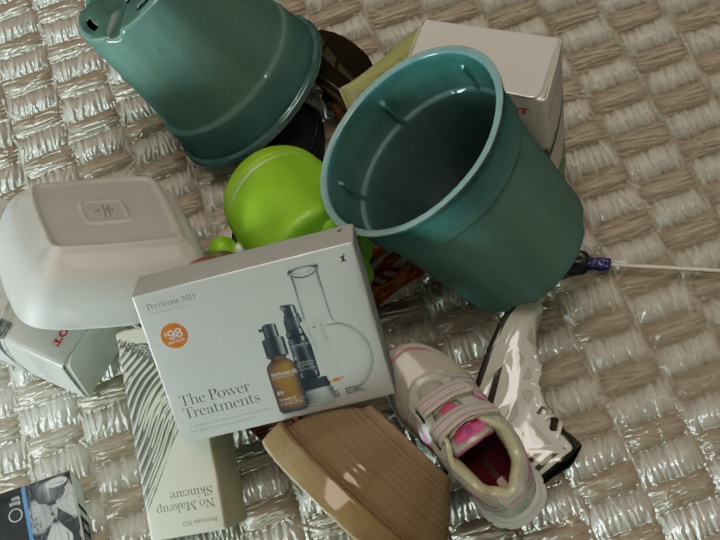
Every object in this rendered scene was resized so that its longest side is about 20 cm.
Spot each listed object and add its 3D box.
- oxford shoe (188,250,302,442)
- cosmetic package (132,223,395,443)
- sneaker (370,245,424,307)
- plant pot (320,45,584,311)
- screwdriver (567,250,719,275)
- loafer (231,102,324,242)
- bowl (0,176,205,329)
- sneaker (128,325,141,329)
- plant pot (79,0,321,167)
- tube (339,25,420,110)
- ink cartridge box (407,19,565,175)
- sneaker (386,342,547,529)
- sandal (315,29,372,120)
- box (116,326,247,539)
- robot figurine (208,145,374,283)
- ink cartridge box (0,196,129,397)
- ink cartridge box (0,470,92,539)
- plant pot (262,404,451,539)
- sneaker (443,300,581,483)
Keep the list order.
[{"bbox_3d":[-0.096,0.071,1.347,0.070,0.075,0.201,-17,99,25],"label":"oxford shoe"},{"bbox_3d":[-0.083,0.057,1.255,0.199,0.151,0.052,-14,20,5],"label":"cosmetic package"},{"bbox_3d":[0.000,0.000,1.467,0.199,0.073,0.077,-29,33,-7],"label":"sneaker"},{"bbox_3d":[0.099,-0.070,1.327,0.200,0.196,0.201,-24,47,28],"label":"plant pot"},{"bbox_3d":[0.268,-0.007,1.430,0.199,0.029,0.028,1,60,17],"label":"screwdriver"},{"bbox_3d":[-0.088,-0.102,1.529,0.068,0.070,0.201,12,63,16],"label":"loafer"},{"bbox_3d":[-0.251,-0.027,1.392,0.199,0.075,0.200,-5,34,-20],"label":"bowl"},{"bbox_3d":[-0.136,0.084,1.435,0.199,0.076,0.088,27,64,13],"label":"sneaker"},{"bbox_3d":[-0.179,-0.245,1.508,0.200,0.196,0.201,-24,46,29],"label":"plant pot"},{"bbox_3d":[0.037,-0.205,1.532,0.058,0.052,0.200,34,44,5],"label":"tube"},{"bbox_3d":[0.129,-0.150,1.439,0.145,0.200,0.084,10,59,15],"label":"ink cartridge box"},{"bbox_3d":[0.093,0.139,1.278,0.081,0.088,0.200,-41,72,-7],"label":"sneaker"},{"bbox_3d":[-0.001,-0.189,1.576,0.200,0.055,0.082,42,47,12],"label":"sandal"},{"bbox_3d":[-0.169,0.149,1.350,0.082,0.068,0.201,-13,84,11],"label":"box"},{"bbox_3d":[-0.062,-0.047,1.396,0.175,0.116,0.200,-37,44,-4],"label":"robot figurine"},{"bbox_3d":[-0.337,0.025,1.491,0.199,0.084,0.145,21,66,21],"label":"ink cartridge box"},{"bbox_3d":[-0.300,0.298,1.355,0.099,0.039,0.201,-19,59,-2],"label":"ink cartridge box"},{"bbox_3d":[0.015,0.187,1.260,0.093,0.201,0.201,-46,62,-3],"label":"plant pot"},{"bbox_3d":[0.164,0.128,1.360,0.115,0.076,0.201,19,73,10],"label":"sneaker"}]
